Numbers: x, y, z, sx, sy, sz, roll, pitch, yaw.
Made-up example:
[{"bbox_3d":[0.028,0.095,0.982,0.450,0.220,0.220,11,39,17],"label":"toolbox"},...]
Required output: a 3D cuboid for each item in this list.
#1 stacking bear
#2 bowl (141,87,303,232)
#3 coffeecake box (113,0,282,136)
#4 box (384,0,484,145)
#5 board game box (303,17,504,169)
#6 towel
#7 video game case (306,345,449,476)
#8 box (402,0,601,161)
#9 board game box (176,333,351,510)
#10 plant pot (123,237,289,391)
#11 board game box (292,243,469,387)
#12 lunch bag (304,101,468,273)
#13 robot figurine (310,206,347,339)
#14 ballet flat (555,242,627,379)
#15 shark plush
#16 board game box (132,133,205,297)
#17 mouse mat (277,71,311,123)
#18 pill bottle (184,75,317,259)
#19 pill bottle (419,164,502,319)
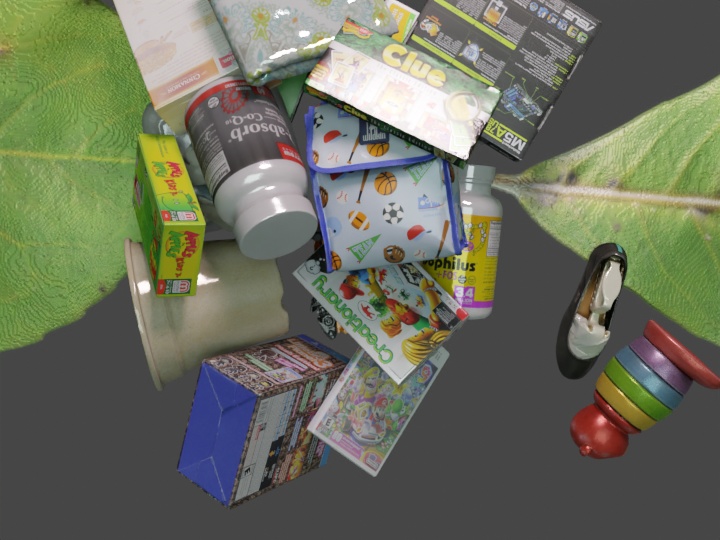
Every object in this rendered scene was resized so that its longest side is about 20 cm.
[{"bbox_3d":[0.372,0.177,1.170,0.114,0.121,0.200,39,102,-7],"label":"stacking bear"},{"bbox_3d":[-0.187,-0.157,1.135,0.199,0.075,0.201,-17,97,4],"label":"bowl"},{"bbox_3d":[-0.209,-0.297,1.079,0.153,0.073,0.201,-25,69,3],"label":"coffeecake box"},{"bbox_3d":[0.096,-0.254,1.112,0.199,0.112,0.102,26,93,-5],"label":"box"},{"bbox_3d":[0.048,-0.199,0.947,0.199,0.023,0.105,26,66,7],"label":"board game box"},{"bbox_3d":[-0.073,-0.318,1.017,0.199,0.048,0.172,-20,68,-17],"label":"towel"},{"bbox_3d":[0.029,0.159,1.139,0.143,0.018,0.201,43,74,-38],"label":"video game case"},{"bbox_3d":[0.158,-0.265,1.035,0.199,0.048,0.194,30,96,-4],"label":"box"},{"bbox_3d":[-0.117,0.185,1.091,0.097,0.200,0.160,26,108,29],"label":"board game box"},{"bbox_3d":[-0.195,0.037,1.114,0.182,0.200,0.202,-13,96,-11],"label":"plant pot"},{"bbox_3d":[0.025,0.033,1.091,0.126,0.035,0.200,-44,78,-4],"label":"board game box"},{"bbox_3d":[0.030,-0.109,1.005,0.169,0.124,0.201,-7,97,10],"label":"lunch bag"},{"bbox_3d":[0.000,0.000,1.166,0.144,0.058,0.201,-4,96,0],"label":"robot figurine"},{"bbox_3d":[0.318,0.058,1.172,0.068,0.068,0.201,14,96,-3],"label":"ballet flat"},{"bbox_3d":[-0.139,-0.090,1.076,0.199,0.091,0.084,20,66,4],"label":"shark plush"},{"bbox_3d":[-0.233,-0.070,1.022,0.047,0.200,0.102,-2,128,-23],"label":"board game box"},{"bbox_3d":[-0.136,-0.313,1.156,0.160,0.008,0.201,22,96,-3],"label":"mouse mat"},{"bbox_3d":[-0.127,-0.120,1.003,0.115,0.116,0.201,-25,64,2],"label":"pill bottle"},{"bbox_3d":[0.134,-0.041,1.140,0.104,0.104,0.201,5,96,-1],"label":"pill bottle"}]
